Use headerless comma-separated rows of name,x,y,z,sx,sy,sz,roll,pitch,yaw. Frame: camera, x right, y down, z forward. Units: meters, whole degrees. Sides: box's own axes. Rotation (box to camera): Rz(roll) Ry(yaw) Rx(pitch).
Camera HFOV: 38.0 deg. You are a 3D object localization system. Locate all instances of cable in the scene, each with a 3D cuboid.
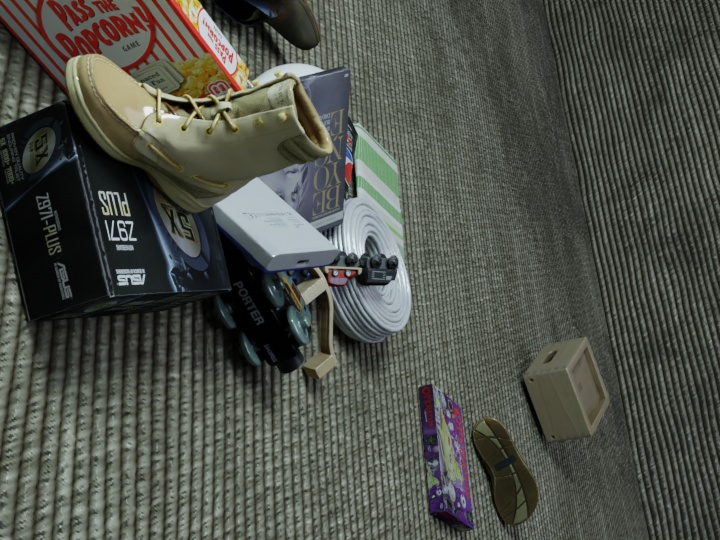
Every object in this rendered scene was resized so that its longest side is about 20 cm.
cable,0.000,0.000,1.428,0.200,0.069,0.201,0,75,-68

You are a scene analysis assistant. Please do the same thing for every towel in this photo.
towel,0.025,-0.118,1.642,0.152,0.023,0.201,40,41,-54

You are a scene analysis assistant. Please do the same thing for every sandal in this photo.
sandal,0.248,0.340,1.801,0.054,0.080,0.201,-107,173,-83

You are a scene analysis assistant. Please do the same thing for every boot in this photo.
boot,-0.127,-0.129,0.859,0.200,0.155,0.073,45,34,-49
boot,-0.130,-0.338,1.372,0.200,0.074,0.097,43,45,-36

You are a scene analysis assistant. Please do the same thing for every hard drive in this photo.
hard drive,-0.126,-0.072,1.065,0.200,0.025,0.132,41,20,19

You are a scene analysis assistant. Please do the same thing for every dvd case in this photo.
dvd case,-0.069,-0.128,1.227,0.148,0.016,0.201,-24,127,-43

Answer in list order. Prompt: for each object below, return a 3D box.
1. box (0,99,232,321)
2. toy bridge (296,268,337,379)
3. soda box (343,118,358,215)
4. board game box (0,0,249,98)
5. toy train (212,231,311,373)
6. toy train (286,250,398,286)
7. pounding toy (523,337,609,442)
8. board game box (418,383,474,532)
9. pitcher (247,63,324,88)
box,-0.213,-0.048,0.921,0.200,0.086,0.165,1,75,-68
toy bridge,-0.070,0.028,1.235,0.067,0.027,0.201,-38,119,-30
soda box,-0.054,-0.140,1.396,0.201,0.070,0.064,-81,150,-47
board game box,-0.217,-0.214,0.945,0.200,0.151,0.047,52,30,-41
toy train,-0.117,0.015,1.129,0.201,0.085,0.114,61,11,-22
toy train,-0.033,-0.002,1.298,0.199,0.034,0.046,3,94,-39
pounding toy,0.432,0.258,2.227,0.200,0.141,0.185,-40,111,-55
board game box,0.132,0.287,1.602,0.120,0.032,0.201,49,32,-55
pitcher,-0.097,-0.162,1.274,0.200,0.121,0.173,-24,116,-58
